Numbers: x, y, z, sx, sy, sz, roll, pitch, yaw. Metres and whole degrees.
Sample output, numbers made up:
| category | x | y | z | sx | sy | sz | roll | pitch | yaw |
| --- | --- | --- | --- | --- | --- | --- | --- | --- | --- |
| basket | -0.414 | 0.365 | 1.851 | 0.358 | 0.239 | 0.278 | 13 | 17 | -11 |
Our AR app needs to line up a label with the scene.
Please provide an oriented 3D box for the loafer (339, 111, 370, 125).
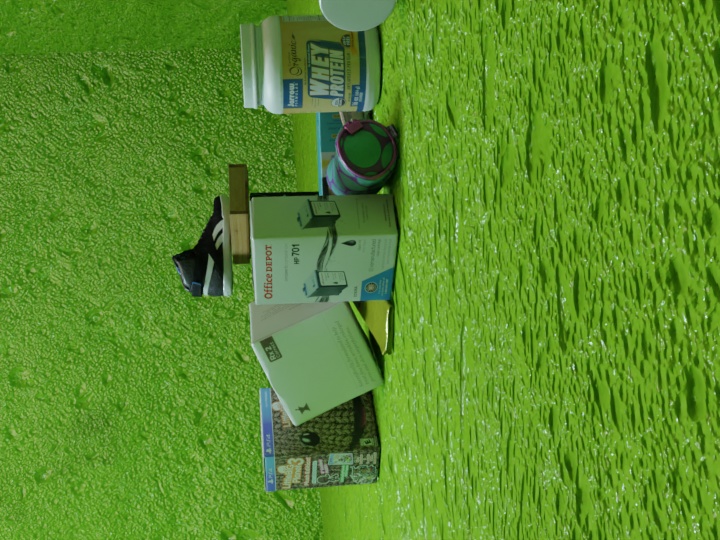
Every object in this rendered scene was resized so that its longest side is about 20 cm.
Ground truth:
| category | x | y | z | sx | sy | sz | roll | pitch | yaw |
| --- | --- | --- | --- | --- | --- | --- | --- | --- | --- |
| loafer | -0.014 | -0.212 | 1.574 | 0.072 | 0.063 | 0.201 | 143 | 124 | -82 |

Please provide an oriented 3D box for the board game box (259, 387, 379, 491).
| category | x | y | z | sx | sy | sz | roll | pitch | yaw |
| --- | --- | --- | --- | --- | --- | --- | --- | --- | --- |
| board game box | -0.075 | 0.291 | 1.749 | 0.160 | 0.199 | 0.097 | -101 | 10 | -49 |

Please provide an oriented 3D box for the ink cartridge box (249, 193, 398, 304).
| category | x | y | z | sx | sy | sz | roll | pitch | yaw |
| --- | --- | --- | --- | --- | --- | --- | --- | --- | --- |
| ink cartridge box | -0.054 | -0.029 | 1.403 | 0.147 | 0.199 | 0.086 | 94 | 171 | -49 |

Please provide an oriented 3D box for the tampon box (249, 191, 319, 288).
| category | x | y | z | sx | sy | sz | roll | pitch | yaw |
| --- | --- | --- | --- | --- | --- | --- | --- | --- | --- |
| tampon box | -0.106 | -0.057 | 1.864 | 0.126 | 0.199 | 0.150 | 105 | 163 | -70 |

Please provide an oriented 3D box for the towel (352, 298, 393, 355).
| category | x | y | z | sx | sy | sz | roll | pitch | yaw |
| --- | --- | --- | --- | --- | --- | --- | --- | --- | --- |
| towel | 0.012 | 0.047 | 1.528 | 0.200 | 0.018 | 0.086 | -124 | 30 | -59 |

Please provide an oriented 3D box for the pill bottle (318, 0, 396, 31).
| category | x | y | z | sx | sy | sz | roll | pitch | yaw |
| --- | --- | --- | --- | --- | --- | --- | --- | --- | --- |
| pill bottle | -0.013 | -0.401 | 1.258 | 0.114 | 0.114 | 0.200 | 94 | 170 | -49 |

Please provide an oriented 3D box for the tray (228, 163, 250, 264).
| category | x | y | z | sx | sy | sz | roll | pitch | yaw |
| --- | --- | --- | --- | --- | --- | --- | --- | --- | --- |
| tray | -0.218 | -0.099 | 1.792 | 0.200 | 0.037 | 0.099 | 100 | 167 | -65 |

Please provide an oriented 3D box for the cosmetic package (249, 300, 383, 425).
| category | x | y | z | sx | sy | sz | roll | pitch | yaw |
| --- | --- | --- | --- | --- | --- | --- | --- | --- | --- |
| cosmetic package | -0.078 | 0.119 | 1.651 | 0.200 | 0.165 | 0.165 | -113 | -3 | -70 |

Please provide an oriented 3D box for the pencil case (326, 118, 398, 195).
| category | x | y | z | sx | sy | sz | roll | pitch | yaw |
| --- | --- | --- | --- | --- | --- | --- | --- | --- | --- |
| pencil case | 0.000 | -0.152 | 1.387 | 0.200 | 0.085 | 0.093 | 135 | 116 | -81 |

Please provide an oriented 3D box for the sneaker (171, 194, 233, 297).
| category | x | y | z | sx | sy | sz | roll | pitch | yaw |
| --- | --- | --- | --- | --- | --- | --- | --- | --- | --- |
| sneaker | -0.296 | -0.049 | 1.849 | 0.073 | 0.112 | 0.200 | 107 | 160 | -69 |

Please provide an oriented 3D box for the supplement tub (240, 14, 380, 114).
| category | x | y | z | sx | sy | sz | roll | pitch | yaw |
| --- | --- | --- | --- | --- | --- | --- | --- | --- | --- |
| supplement tub | -0.076 | -0.307 | 1.475 | 0.145 | 0.199 | 0.145 | 177 | 90 | -84 |

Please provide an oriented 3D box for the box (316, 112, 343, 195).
| category | x | y | z | sx | sy | sz | roll | pitch | yaw |
| --- | --- | --- | --- | --- | --- | --- | --- | --- | --- |
| box | -0.029 | -0.175 | 1.645 | 0.049 | 0.082 | 0.201 | -125 | 33 | -77 |
